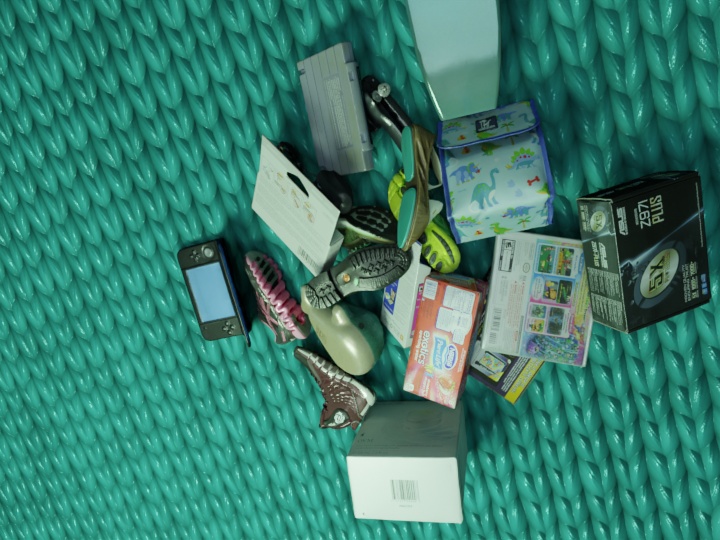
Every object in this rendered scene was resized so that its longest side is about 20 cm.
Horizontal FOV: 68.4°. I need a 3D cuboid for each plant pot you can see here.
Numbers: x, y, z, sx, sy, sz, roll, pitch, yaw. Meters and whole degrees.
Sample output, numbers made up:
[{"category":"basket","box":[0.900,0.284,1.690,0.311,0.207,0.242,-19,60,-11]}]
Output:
[{"category":"plant pot","box":[0.153,-0.347,0.817,0.136,0.142,0.208,-7,107,16]}]

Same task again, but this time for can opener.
[{"category":"can opener","box":[0.063,-0.249,0.915,0.200,0.079,0.064,45,72,-4]}]

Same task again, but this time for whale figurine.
[{"category":"whale figurine","box":[-0.033,0.099,1.015,0.199,0.103,0.161,43,152,21]}]

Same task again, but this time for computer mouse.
[{"category":"computer mouse","box":[-0.088,-0.168,0.953,0.198,0.034,0.060,39,132,22]}]

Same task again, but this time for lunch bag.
[{"category":"lunch bag","box":[0.212,-0.169,0.849,0.163,0.128,0.208,-9,67,16]}]

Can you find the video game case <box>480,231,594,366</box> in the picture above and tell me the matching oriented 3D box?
[{"category":"video game case","box":[0.302,0.045,0.885,0.174,0.024,0.209,8,97,7]}]

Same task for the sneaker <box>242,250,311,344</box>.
[{"category":"sneaker","box":[-0.183,0.061,1.057,0.094,0.079,0.204,-29,95,31]}]

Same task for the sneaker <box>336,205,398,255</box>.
[{"category":"sneaker","box":[-0.004,-0.065,0.960,0.195,0.077,0.091,17,134,38]}]

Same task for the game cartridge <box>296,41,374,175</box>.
[{"category":"game cartridge","box":[-0.041,-0.269,0.913,0.126,0.038,0.208,0,107,43]}]

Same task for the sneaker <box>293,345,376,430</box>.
[{"category":"sneaker","box":[-0.072,0.240,1.036,0.196,0.076,0.118,28,84,21]}]

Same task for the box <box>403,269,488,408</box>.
[{"category":"box","box":[0.147,0.112,0.907,0.096,0.095,0.208,15,104,21]}]

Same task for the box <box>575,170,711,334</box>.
[{"category":"box","box":[0.437,-0.032,0.820,0.158,0.086,0.208,-15,102,-10]}]

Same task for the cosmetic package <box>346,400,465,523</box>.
[{"category":"cosmetic package","box":[0.095,0.343,0.986,0.191,0.200,0.128,-5,102,15]}]

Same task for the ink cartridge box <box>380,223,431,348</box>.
[{"category":"ink cartridge box","box":[0.080,0.026,0.945,0.036,0.095,0.207,-10,121,-25]}]

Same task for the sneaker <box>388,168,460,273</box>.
[{"category":"sneaker","box":[0.110,-0.084,0.932,0.073,0.083,0.205,-30,78,14]}]

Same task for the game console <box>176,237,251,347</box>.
[{"category":"game console","box":[-0.294,0.052,1.053,0.164,0.118,0.208,-12,102,17]}]

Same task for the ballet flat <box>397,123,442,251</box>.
[{"category":"ballet flat","box":[0.101,-0.134,0.867,0.069,0.068,0.209,4,83,-18]}]

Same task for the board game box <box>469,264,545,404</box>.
[{"category":"board game box","box":[0.262,0.109,0.955,0.162,0.057,0.204,31,110,2]}]

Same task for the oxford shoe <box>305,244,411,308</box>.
[{"category":"oxford shoe","box":[0.000,0.000,0.923,0.193,0.084,0.075,-18,96,19]}]

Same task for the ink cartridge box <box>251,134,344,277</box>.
[{"category":"ink cartridge box","box":[-0.107,-0.114,0.932,0.200,0.044,0.179,45,141,16]}]
